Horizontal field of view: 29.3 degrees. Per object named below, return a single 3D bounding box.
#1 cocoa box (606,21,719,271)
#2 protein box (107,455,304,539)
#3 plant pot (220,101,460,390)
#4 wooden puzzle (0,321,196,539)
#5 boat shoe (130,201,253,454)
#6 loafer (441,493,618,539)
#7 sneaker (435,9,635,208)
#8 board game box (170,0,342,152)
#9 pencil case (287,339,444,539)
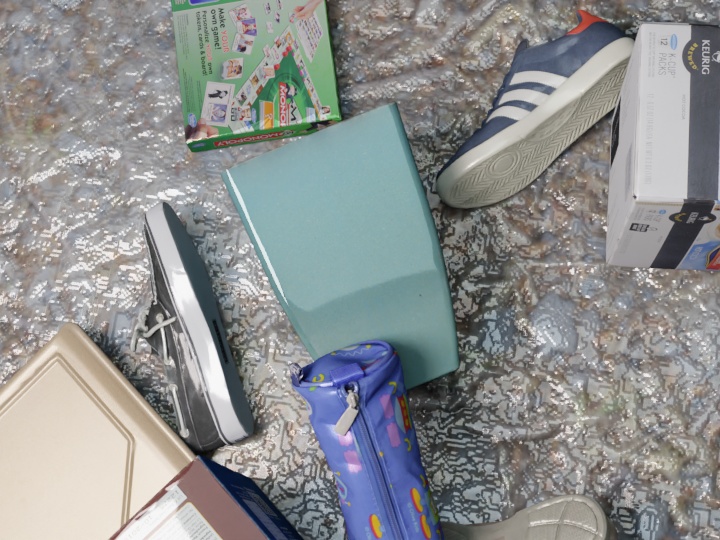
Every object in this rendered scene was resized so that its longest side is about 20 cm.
[{"bbox_3d":[0.259,-0.085,1.027,0.130,0.200,0.135,4,77,5],"label":"cocoa box"},{"bbox_3d":[-0.080,0.258,0.981,0.135,0.199,0.200,-42,77,-4],"label":"protein box"},{"bbox_3d":[0.000,0.000,1.067,0.140,0.141,0.202,-22,84,0],"label":"plant pot"},{"bbox_3d":[-0.238,0.173,1.101,0.200,0.037,0.185,-45,77,2],"label":"wooden puzzle"},{"bbox_3d":[-0.148,0.048,1.103,0.068,0.074,0.201,-19,91,7],"label":"boat shoe"},{"bbox_3d":[0.099,0.223,1.041,0.198,0.063,0.072,-18,57,19],"label":"loafer"},{"bbox_3d":[0.132,-0.134,1.125,0.199,0.075,0.085,-37,58,0],"label":"sneaker"},{"bbox_3d":[-0.092,-0.209,1.178,0.133,0.029,0.202,-8,76,3],"label":"board game box"},{"bbox_3d":[0.012,0.150,0.975,0.077,0.087,0.202,-16,98,2],"label":"pencil case"}]
